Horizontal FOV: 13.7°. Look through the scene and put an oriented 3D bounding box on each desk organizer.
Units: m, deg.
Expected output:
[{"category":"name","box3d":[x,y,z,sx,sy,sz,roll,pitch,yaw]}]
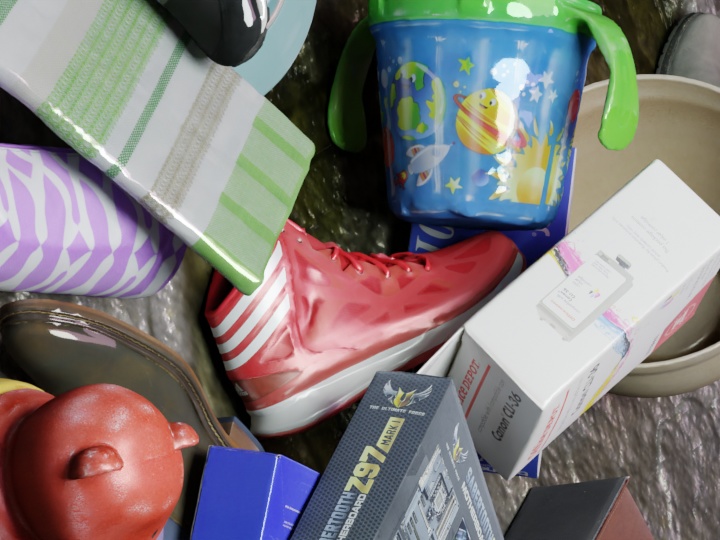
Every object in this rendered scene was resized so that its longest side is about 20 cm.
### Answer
[{"category":"desk organizer","box3d":[0.112,0.218,1.789,0.077,0.072,0.200,61,40,-25]}]

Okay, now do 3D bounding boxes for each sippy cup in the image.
[{"category":"sippy cup","box3d":[0.068,-0.090,1.716,0.140,0.178,0.130,4,87,-17]}]

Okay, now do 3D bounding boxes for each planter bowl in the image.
[{"category":"planter bowl","box3d":[0.180,-0.002,1.865,0.135,0.200,0.200,68,28,-60]}]

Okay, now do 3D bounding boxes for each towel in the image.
[{"category":"towel","box3d":[-0.116,-0.085,1.525,0.200,0.031,0.149,42,32,-13]}]

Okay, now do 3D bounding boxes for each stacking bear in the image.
[{"category":"stacking bear","box3d":[-0.165,0.101,1.356,0.121,0.200,0.114,-5,84,-53]}]

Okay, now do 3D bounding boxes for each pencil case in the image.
[{"category":"pencil case","box3d":[-0.169,-0.031,1.482,0.200,0.084,0.086,3,103,-53]}]

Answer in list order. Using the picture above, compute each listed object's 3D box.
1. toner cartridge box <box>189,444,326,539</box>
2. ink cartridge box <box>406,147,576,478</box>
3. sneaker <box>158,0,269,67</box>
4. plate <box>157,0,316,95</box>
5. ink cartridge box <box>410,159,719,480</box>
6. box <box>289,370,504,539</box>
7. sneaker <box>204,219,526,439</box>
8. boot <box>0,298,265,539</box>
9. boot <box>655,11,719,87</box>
[{"category":"toner cartridge box","box3d":[-0.029,0.160,1.590,0.200,0.043,0.095,34,66,-62]},{"category":"ink cartridge box","box3d":[0.071,0.019,1.770,0.044,0.094,0.200,87,11,-64]},{"category":"sneaker","box3d":[-0.127,-0.184,1.545,0.088,0.076,0.200,-27,84,-32]},{"category":"plate","box3d":[-0.098,-0.179,1.625,0.200,0.026,0.200,6,81,-37]},{"category":"ink cartridge box","box3d":[0.109,0.041,1.670,0.200,0.116,0.067,-39,76,-21]},{"category":"box","box3d":[0.025,0.178,1.597,0.158,0.051,0.200,-61,146,-39]},{"category":"sneaker","box3d":[0.000,0.000,1.672,0.200,0.078,0.116,-34,105,-33]},{"category":"boot","box3d":[-0.119,0.096,1.522,0.200,0.075,0.097,42,47,-40]},{"category":"boot","box3d":[0.265,-0.095,2.026,0.068,0.131,0.200,40,51,-40]}]
